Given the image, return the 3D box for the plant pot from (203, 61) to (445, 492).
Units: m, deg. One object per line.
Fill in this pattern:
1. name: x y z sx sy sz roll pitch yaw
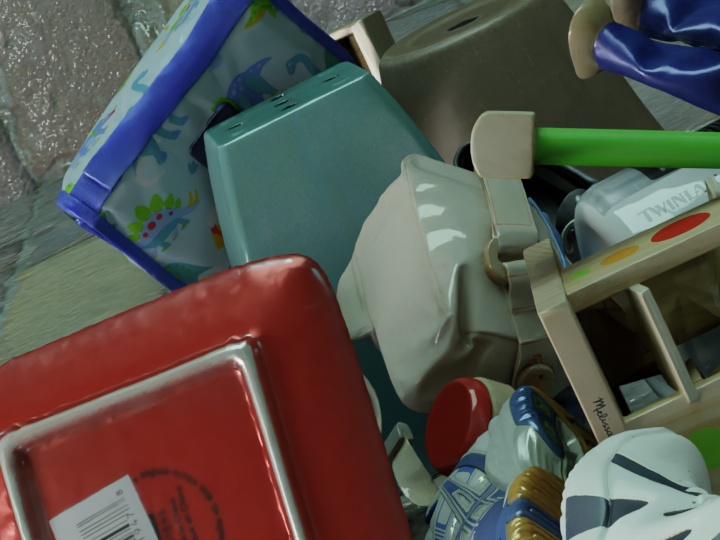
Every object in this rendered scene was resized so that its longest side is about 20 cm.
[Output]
1. plant pot: 0.000 0.000 1.561 0.141 0.201 0.141 -27 11 -4

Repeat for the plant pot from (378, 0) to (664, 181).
1. plant pot: 0.097 -0.071 1.746 0.199 0.175 0.200 -24 12 5

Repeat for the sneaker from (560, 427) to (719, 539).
1. sneaker: 0.137 0.107 1.067 0.129 0.080 0.199 -20 13 24

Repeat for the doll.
1. doll: 0.195 -0.089 1.345 0.199 0.049 0.136 17 43 29

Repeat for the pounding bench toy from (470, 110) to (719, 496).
1. pounding bench toy: 0.151 -0.006 1.240 0.155 0.201 0.124 -25 10 6

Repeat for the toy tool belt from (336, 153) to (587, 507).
1. toy tool belt: 0.075 0.035 1.413 0.125 0.122 0.201 -58 31 28

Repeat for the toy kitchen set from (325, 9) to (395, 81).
1. toy kitchen set: -0.049 -0.038 1.903 0.162 0.181 0.200 -22 7 24

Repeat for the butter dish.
1. butter dish: -0.056 0.116 1.287 0.198 0.201 0.148 -22 -11 19

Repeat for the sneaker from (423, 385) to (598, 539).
1. sneaker: 0.067 0.124 1.223 0.088 0.075 0.200 -47 9 13

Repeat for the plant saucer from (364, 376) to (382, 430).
1. plant saucer: -0.069 0.124 1.439 0.199 0.037 0.201 -24 33 17

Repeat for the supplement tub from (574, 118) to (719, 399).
1. supplement tub: 0.213 -0.026 1.400 0.199 0.123 0.123 -28 11 -7

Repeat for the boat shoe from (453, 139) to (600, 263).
1. boat shoe: 0.115 -0.013 1.544 0.073 0.063 0.200 -48 42 -4

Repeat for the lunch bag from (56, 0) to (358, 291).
1. lunch bag: -0.086 -0.077 1.661 0.171 0.127 0.200 -55 -17 -3
